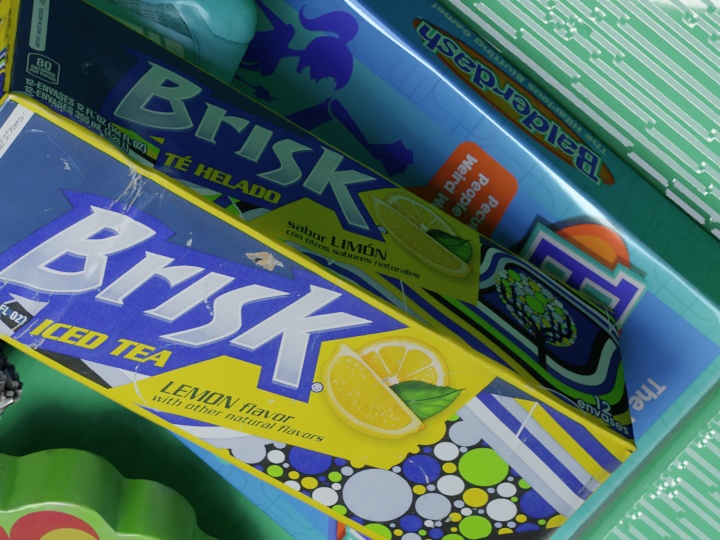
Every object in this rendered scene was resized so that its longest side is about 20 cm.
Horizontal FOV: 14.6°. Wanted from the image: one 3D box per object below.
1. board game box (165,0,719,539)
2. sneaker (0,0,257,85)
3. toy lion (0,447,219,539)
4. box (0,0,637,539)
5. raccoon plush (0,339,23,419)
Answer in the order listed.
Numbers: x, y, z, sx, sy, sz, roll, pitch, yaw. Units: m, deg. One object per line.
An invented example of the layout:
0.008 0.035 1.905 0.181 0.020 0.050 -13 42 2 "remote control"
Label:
0.000 0.000 0.842 0.200 0.045 0.152 39 116 0 "board game box"
-0.101 -0.116 0.801 0.080 0.077 0.200 -44 75 22 "sneaker"
-0.124 0.144 0.918 0.190 0.069 0.201 -3 126 5 "toy lion"
-0.025 0.006 0.752 0.199 0.064 0.070 29 119 -22 "box"
-0.187 0.014 0.835 0.133 0.200 0.097 -14 75 13 "raccoon plush"
